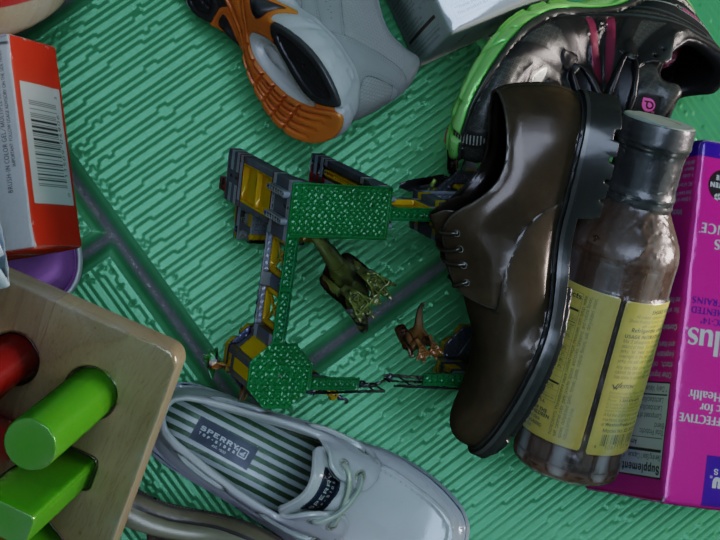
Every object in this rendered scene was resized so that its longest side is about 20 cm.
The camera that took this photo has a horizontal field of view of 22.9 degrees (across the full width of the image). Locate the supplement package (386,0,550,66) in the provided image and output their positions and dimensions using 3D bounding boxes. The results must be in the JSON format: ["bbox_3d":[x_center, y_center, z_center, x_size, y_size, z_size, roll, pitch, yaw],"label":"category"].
[{"bbox_3d":[0.046,-0.234,0.998,0.109,0.114,0.200,-25,91,-9],"label":"supplement package"}]

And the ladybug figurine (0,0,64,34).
[{"bbox_3d":[-0.247,-0.173,0.939,0.200,0.072,0.136,-3,45,-11],"label":"ladybug figurine"}]

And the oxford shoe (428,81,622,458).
[{"bbox_3d":[0.069,-0.002,0.928,0.084,0.073,0.200,11,96,-12],"label":"oxford shoe"}]

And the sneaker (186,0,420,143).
[{"bbox_3d":[-0.044,-0.166,1.011,0.092,0.076,0.200,-25,79,-40],"label":"sneaker"}]

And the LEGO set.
[{"bbox_3d":[0.000,0.000,0.994,0.200,0.116,0.154,-7,107,-23],"label":"LEGO set"}]

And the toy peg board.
[{"bbox_3d":[-0.218,0.097,0.861,0.199,0.098,0.200,23,107,6],"label":"toy peg board"}]

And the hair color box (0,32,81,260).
[{"bbox_3d":[-0.255,-0.051,0.927,0.200,0.064,0.111,-9,88,15],"label":"hair color box"}]

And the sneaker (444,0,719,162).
[{"bbox_3d":[0.130,-0.106,0.989,0.200,0.077,0.084,-26,56,-31],"label":"sneaker"}]

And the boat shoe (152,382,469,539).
[{"bbox_3d":[-0.030,0.122,0.987,0.200,0.067,0.074,21,84,-8],"label":"boat shoe"}]

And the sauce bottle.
[{"bbox_3d":[0.136,0.015,0.959,0.065,0.065,0.200,13,104,-8],"label":"sauce bottle"}]

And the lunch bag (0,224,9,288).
[{"bbox_3d":[-0.259,-0.057,0.805,0.169,0.127,0.200,-16,69,-2],"label":"lunch bag"}]

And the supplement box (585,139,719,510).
[{"bbox_3d":[0.202,0.035,1.009,0.101,0.103,0.200,8,87,-18],"label":"supplement box"}]

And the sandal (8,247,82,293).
[{"bbox_3d":[-0.223,-0.066,0.975,0.082,0.050,0.203,-30,92,-10],"label":"sandal"}]

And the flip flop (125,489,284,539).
[{"bbox_3d":[-0.096,0.157,0.967,0.200,0.081,0.058,20,78,-3],"label":"flip flop"}]
